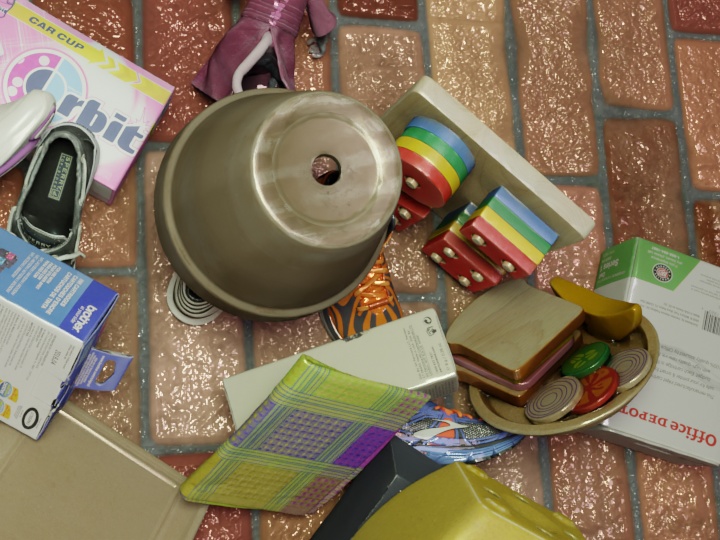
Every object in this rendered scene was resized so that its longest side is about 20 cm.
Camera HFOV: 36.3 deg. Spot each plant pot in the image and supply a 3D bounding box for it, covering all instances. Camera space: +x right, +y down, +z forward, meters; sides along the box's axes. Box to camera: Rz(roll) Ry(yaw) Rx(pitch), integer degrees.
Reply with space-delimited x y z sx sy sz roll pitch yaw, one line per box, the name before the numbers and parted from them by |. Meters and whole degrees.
plant pot | 0.079 0.263 0.817 0.194 0.196 0.200 29 95 -7
plant pot | -0.052 -0.064 0.869 0.200 0.174 0.200 2 82 -18

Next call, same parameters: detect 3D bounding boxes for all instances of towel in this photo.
towel | -0.051 0.149 0.939 0.144 0.200 0.023 18 38 -35

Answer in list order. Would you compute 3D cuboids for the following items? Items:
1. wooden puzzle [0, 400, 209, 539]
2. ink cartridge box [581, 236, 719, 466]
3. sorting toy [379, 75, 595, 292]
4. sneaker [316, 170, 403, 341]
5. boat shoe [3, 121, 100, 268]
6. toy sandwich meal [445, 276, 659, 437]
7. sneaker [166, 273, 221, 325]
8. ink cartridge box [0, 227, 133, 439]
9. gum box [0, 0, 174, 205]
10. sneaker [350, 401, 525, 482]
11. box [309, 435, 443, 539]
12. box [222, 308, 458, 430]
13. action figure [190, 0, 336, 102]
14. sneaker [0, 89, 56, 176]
wooden puzzle | -0.244 0.208 0.922 0.200 0.037 0.185 32 40 -7
ink cartridge box | 0.307 0.087 1.124 0.146 0.084 0.200 20 75 -13
sorting toy | 0.085 -0.065 1.023 0.199 0.200 0.070 40 75 -7
sneaker | 0.000 0.000 1.029 0.078 0.112 0.200 -23 88 -19
boat shoe | -0.270 -0.027 0.938 0.074 0.068 0.199 22 102 -10
toy sandwich meal | 0.179 0.072 1.032 0.205 0.205 0.070 -38 120 -20
sneaker | -0.101 -0.042 1.004 0.076 0.115 0.201 33 72 -9
ink cartridge box | -0.291 0.049 0.905 0.200 0.136 0.076 31 37 -5
gum box | -0.286 -0.161 0.994 0.200 0.066 0.114 29 74 -11
sneaker | 0.069 0.152 1.046 0.200 0.075 0.079 -5 78 -20
box | 0.057 0.281 0.965 0.200 0.104 0.182 35 100 -9
box | -0.015 0.103 0.986 0.200 0.082 0.068 -18 72 -1
action figure | -0.091 -0.237 1.035 0.134 0.149 0.200 18 89 -7
sneaker | -0.349 -0.109 0.913 0.200 0.075 0.100 -25 111 12
